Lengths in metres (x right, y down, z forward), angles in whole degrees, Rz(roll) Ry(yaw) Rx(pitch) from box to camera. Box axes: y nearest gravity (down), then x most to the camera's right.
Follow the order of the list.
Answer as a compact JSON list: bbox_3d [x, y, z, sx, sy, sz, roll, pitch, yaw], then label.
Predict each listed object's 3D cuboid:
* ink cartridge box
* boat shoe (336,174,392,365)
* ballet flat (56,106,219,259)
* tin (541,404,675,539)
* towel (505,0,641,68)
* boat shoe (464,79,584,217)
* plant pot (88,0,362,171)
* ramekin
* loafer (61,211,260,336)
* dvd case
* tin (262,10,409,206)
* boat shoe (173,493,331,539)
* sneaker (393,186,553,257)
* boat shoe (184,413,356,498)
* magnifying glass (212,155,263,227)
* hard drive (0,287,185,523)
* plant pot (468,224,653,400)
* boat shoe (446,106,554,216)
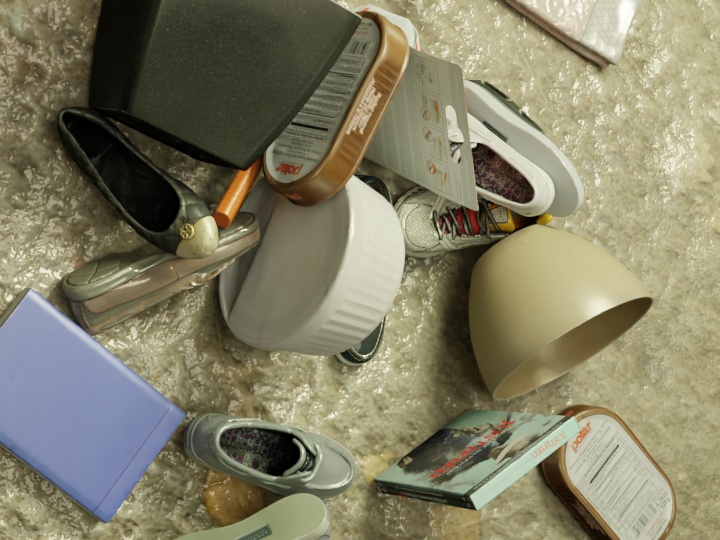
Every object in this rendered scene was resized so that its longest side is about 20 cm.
[{"bbox_3d":[0.060,-0.166,1.500,0.050,0.200,0.162,-29,126,-29],"label":"ink cartridge box"},{"bbox_3d":[0.000,0.000,1.568,0.075,0.060,0.200,-5,91,-28],"label":"boat shoe"},{"bbox_3d":[-0.215,-0.079,1.415,0.200,0.057,0.066,41,94,10],"label":"ballet flat"},{"bbox_3d":[0.288,0.241,1.723,0.200,0.042,0.112,49,63,-18],"label":"tin"},{"bbox_3d":[0.256,-0.363,1.733,0.191,0.032,0.200,30,74,-24],"label":"towel"},{"bbox_3d":[0.173,-0.139,1.620,0.200,0.069,0.057,46,38,16],"label":"boat shoe"},{"bbox_3d":[-0.152,-0.204,1.430,0.199,0.200,0.178,25,88,-25],"label":"plant pot"},{"bbox_3d":[-0.043,-0.009,1.476,0.094,0.202,0.203,23,78,-39],"label":"ramekin"},{"bbox_3d":[-0.188,0.002,1.461,0.200,0.072,0.063,-21,116,-12],"label":"loafer"},{"bbox_3d":[0.116,0.191,1.546,0.146,0.200,0.022,-33,104,-24],"label":"dvd case"},{"bbox_3d":[-0.026,-0.157,1.435,0.042,0.112,0.200,31,80,-35],"label":"tin"},{"bbox_3d":[-0.119,0.290,1.485,0.200,0.070,0.072,-22,137,-7],"label":"boat shoe"},{"bbox_3d":[0.121,-0.062,1.623,0.200,0.082,0.078,-13,95,-27],"label":"sneaker"},{"bbox_3d":[-0.078,0.190,1.502,0.201,0.071,0.070,19,80,-33],"label":"boat shoe"},{"bbox_3d":[-0.098,-0.124,1.491,0.022,0.080,0.200,24,57,0],"label":"magnifying glass"},{"bbox_3d":[-0.281,0.130,1.434,0.200,0.025,0.132,42,71,-21],"label":"hard drive"},{"bbox_3d":[0.195,0.030,1.616,0.200,0.200,0.135,-22,71,-27],"label":"plant pot"},{"bbox_3d":[0.110,-0.120,1.574,0.200,0.069,0.072,40,101,15],"label":"boat shoe"}]
